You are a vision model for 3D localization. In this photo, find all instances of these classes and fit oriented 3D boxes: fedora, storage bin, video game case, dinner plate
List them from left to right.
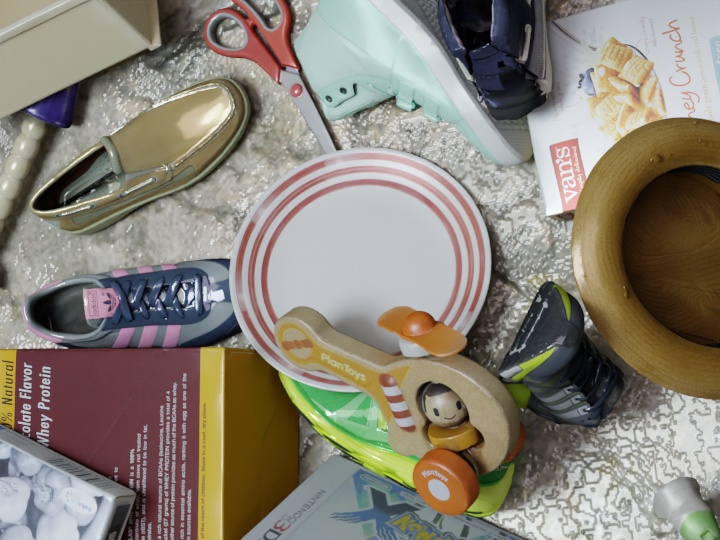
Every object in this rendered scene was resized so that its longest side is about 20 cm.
[{"bbox_3d":[-0.274,-0.238,1.381,0.200,0.094,0.199,-23,55,19],"label":"storage bin"},{"bbox_3d":[0.000,0.000,1.286,0.199,0.024,0.201,-3,67,7],"label":"dinner plate"},{"bbox_3d":[0.018,0.216,1.208,0.200,0.182,0.022,22,123,22],"label":"video game case"},{"bbox_3d":[0.219,-0.007,1.163,0.200,0.082,0.201,2,86,-22],"label":"fedora"}]

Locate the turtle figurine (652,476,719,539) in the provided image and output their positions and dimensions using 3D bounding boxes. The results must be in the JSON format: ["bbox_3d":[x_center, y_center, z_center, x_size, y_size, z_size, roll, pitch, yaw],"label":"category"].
[{"bbox_3d":[0.290,0.223,1.145,0.144,0.200,0.194,-52,47,34],"label":"turtle figurine"}]

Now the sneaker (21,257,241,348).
[{"bbox_3d":[-0.175,0.030,1.350,0.199,0.082,0.070,-11,81,21],"label":"sneaker"}]

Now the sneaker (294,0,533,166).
[{"bbox_3d":[0.038,-0.135,1.292,0.201,0.074,0.118,49,126,6],"label":"sneaker"}]

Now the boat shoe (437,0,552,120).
[{"bbox_3d":[0.092,-0.214,1.226,0.074,0.093,0.201,-19,59,18],"label":"boat shoe"}]

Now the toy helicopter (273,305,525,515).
[{"bbox_3d":[0.022,0.071,1.181,0.200,0.079,0.133,25,135,27],"label":"toy helicopter"}]

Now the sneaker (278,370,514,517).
[{"bbox_3d":[0.029,0.112,1.273,0.200,0.074,0.084,27,78,20],"label":"sneaker"}]

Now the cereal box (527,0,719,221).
[{"bbox_3d":[0.217,-0.126,1.222,0.199,0.040,0.144,-14,80,21],"label":"cereal box"}]

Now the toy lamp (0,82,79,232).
[{"bbox_3d":[-0.289,-0.083,1.421,0.058,0.058,0.201,26,95,22],"label":"toy lamp"}]

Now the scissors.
[{"bbox_3d":[-0.052,-0.157,1.351,0.073,0.014,0.200,-47,69,11],"label":"scissors"}]

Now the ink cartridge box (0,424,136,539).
[{"bbox_3d":[-0.281,0.218,1.256,0.198,0.043,0.201,22,96,24],"label":"ink cartridge box"}]

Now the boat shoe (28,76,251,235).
[{"bbox_3d":[-0.179,-0.090,1.365,0.200,0.076,0.072,-35,73,16],"label":"boat shoe"}]

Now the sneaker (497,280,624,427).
[{"bbox_3d":[0.143,0.063,1.164,0.081,0.200,0.074,26,81,9],"label":"sneaker"}]

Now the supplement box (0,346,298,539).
[{"bbox_3d":[-0.164,0.158,1.308,0.199,0.133,0.198,-2,85,22],"label":"supplement box"}]
